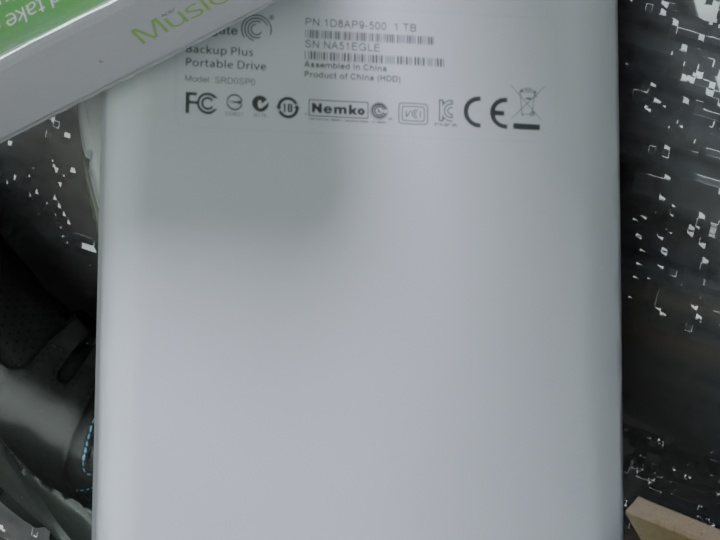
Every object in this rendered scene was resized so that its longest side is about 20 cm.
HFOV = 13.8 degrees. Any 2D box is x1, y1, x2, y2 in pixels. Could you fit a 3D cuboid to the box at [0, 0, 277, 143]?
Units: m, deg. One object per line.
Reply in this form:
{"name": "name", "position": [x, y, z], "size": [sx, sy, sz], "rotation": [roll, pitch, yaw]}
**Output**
{"name": "box", "position": [-0.082, -0.136, 0.752], "size": [0.144, 0.036, 0.200], "rotation": [-25, 59, 12]}

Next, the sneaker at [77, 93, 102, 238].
{"name": "sneaker", "position": [-0.040, -0.083, 0.808], "size": [0.099, 0.078, 0.201], "rotation": [-16, 86, -4]}

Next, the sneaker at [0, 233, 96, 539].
{"name": "sneaker", "position": [-0.063, 0.049, 0.853], "size": [0.082, 0.073, 0.200], "rotation": [-35, 94, 10]}

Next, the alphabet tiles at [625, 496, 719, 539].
{"name": "alphabet tiles", "position": [0.138, 0.126, 0.670], "size": [0.200, 0.008, 0.167], "rotation": [20, 149, 51]}

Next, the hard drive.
{"name": "hard drive", "position": [0.000, 0.000, 0.748], "size": [0.131, 0.027, 0.201], "rotation": [2, 78, -9]}
